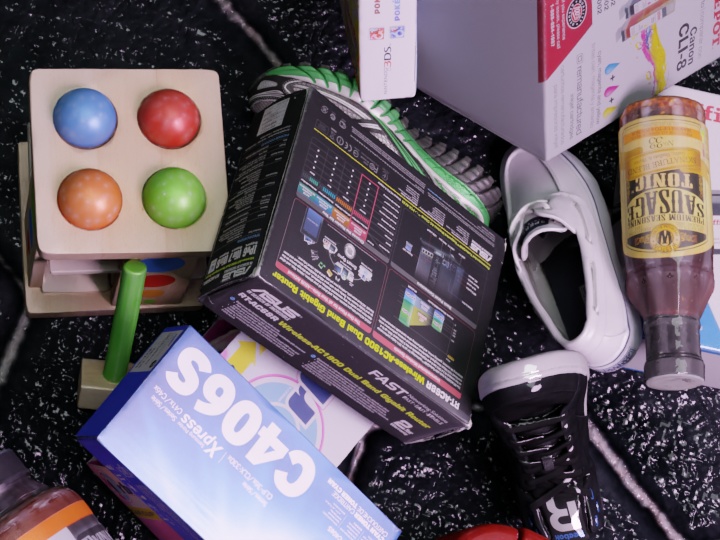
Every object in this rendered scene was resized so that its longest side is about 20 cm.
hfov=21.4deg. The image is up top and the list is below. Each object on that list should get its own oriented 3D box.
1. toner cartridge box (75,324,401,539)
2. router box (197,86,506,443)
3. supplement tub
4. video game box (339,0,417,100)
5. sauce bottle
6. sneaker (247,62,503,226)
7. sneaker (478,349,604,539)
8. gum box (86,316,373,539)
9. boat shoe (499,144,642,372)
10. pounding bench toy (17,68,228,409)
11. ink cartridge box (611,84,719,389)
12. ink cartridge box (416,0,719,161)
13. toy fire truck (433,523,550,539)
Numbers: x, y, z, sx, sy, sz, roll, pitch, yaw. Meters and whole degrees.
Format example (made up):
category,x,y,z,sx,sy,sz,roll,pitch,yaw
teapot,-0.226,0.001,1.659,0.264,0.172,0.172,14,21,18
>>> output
category,x,y,z,sx,sy,sz,roll,pitch,yaw
toner cartridge box,-0.075,0.136,1.204,0.200,0.043,0.095,45,69,-17
router box,0.000,0.000,1.243,0.200,0.062,0.150,37,51,-30
supplement tub,-0.191,0.212,1.204,0.107,0.107,0.200,-36,84,-21
video game box,0.005,-0.250,1.322,0.047,0.183,0.200,-7,44,-4
sauce bottle,0.213,-0.019,1.308,0.066,0.066,0.201,3,70,-12
sneaker,0.002,-0.075,1.358,0.200,0.078,0.085,35,70,-1
sneaker,0.129,0.123,1.260,0.073,0.200,0.112,-15,74,6
gum box,-0.069,0.097,1.274,0.114,0.066,0.200,49,67,-17
boat shoe,0.139,-0.022,1.345,0.065,0.074,0.200,25,32,-46
pounding bench toy,-0.156,-0.017,1.260,0.124,0.156,0.201,-2,73,-14
ink cartridge box,0.262,-0.022,1.398,0.144,0.084,0.201,12,70,-8
ink cartridge box,0.152,-0.203,1.360,0.200,0.146,0.145,-32,45,-28
toy fire truck,0.036,0.245,1.253,0.200,0.129,0.177,25,68,-15
